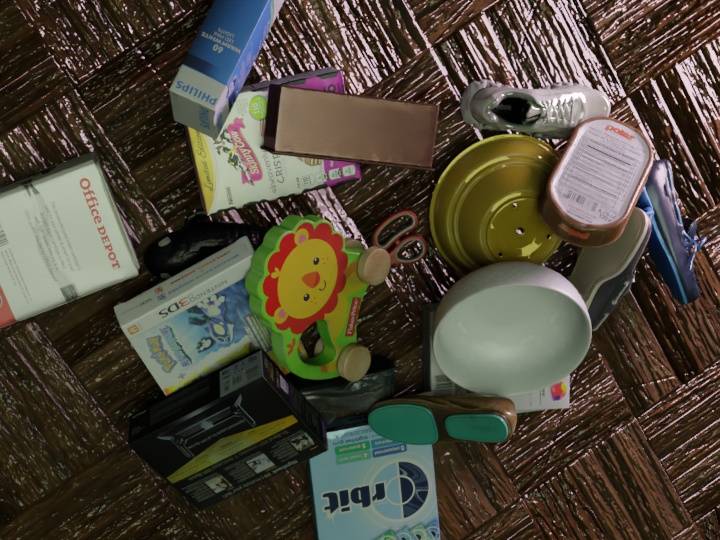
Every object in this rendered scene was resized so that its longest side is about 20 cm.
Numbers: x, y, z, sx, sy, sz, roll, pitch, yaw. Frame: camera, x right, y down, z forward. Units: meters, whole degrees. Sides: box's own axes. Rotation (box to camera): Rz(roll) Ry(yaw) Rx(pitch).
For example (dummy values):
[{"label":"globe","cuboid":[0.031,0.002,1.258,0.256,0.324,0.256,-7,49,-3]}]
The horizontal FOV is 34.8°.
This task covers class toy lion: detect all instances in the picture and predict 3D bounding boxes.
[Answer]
[{"label":"toy lion","cuboid":[-0.060,0.034,1.393,0.190,0.068,0.203,1,105,-43]}]

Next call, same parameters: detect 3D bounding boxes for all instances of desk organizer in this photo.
[{"label":"desk organizer","cuboid":[-0.011,-0.168,1.346,0.197,0.072,0.078,5,99,-17]}]

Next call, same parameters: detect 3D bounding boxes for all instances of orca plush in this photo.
[{"label":"orca plush","cuboid":[-0.164,-0.013,1.410,0.197,0.071,0.107,10,101,-15]}]

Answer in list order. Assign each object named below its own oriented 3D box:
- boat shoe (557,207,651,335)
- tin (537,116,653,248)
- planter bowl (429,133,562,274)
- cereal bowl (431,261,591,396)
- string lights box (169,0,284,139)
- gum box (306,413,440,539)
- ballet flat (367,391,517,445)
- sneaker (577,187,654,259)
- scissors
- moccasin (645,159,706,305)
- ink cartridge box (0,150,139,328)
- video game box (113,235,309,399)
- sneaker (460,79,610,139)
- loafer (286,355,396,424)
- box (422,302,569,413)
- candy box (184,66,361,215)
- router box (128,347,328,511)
[{"label":"boat shoe","cuboid":[0.317,0.003,1.468,0.062,0.073,0.201,8,126,-33]},{"label":"tin","cuboid":[0.292,-0.112,1.410,0.111,0.042,0.201,28,54,7]},{"label":"planter bowl","cuboid":[0.192,-0.063,1.454,0.197,0.084,0.203,-4,115,-9]},{"label":"cereal bowl","cuboid":[0.187,0.063,1.443,0.197,0.084,0.202,0,131,0]},{"label":"string lights box","cuboid":[-0.146,-0.261,1.301,0.058,0.103,0.202,24,77,-1]},{"label":"gum box","cuboid":[0.016,0.293,1.539,0.167,0.045,0.203,-9,104,-11]},{"label":"ballet flat","cuboid":[0.108,0.182,1.467,0.197,0.072,0.069,-5,112,26]},{"label":"sneaker","cuboid":[0.334,-0.045,1.497,0.075,0.105,0.203,-10,105,-12]},{"label":"scissors","cuboid":[0.000,0.000,1.483,0.199,0.014,0.074,-36,110,-1]},{"label":"moccasin","cuboid":[0.421,-0.051,1.529,0.067,0.081,0.202,-25,108,-4]},{"label":"ink cartridge box","cuboid":[-0.376,-0.036,1.350,0.197,0.083,0.149,-21,107,-7]},{"label":"video game box","cuboid":[-0.177,0.080,1.407,0.180,0.047,0.201,-27,131,-3]},{"label":"sneaker","cuboid":[0.229,-0.201,1.451,0.197,0.081,0.076,-2,102,-14]},{"label":"loafer","cuboid":[-0.047,0.167,1.482,0.197,0.073,0.073,-8,110,-10]},{"label":"box","cuboid":[0.183,0.116,1.537,0.197,0.041,0.158,-5,104,-11]},{"label":"candy box","cuboid":[-0.109,-0.158,1.393,0.197,0.061,0.138,-14,106,-9]},{"label":"router box","cuboid":[-0.162,0.201,1.420,0.198,0.053,0.158,-27,128,13]}]
